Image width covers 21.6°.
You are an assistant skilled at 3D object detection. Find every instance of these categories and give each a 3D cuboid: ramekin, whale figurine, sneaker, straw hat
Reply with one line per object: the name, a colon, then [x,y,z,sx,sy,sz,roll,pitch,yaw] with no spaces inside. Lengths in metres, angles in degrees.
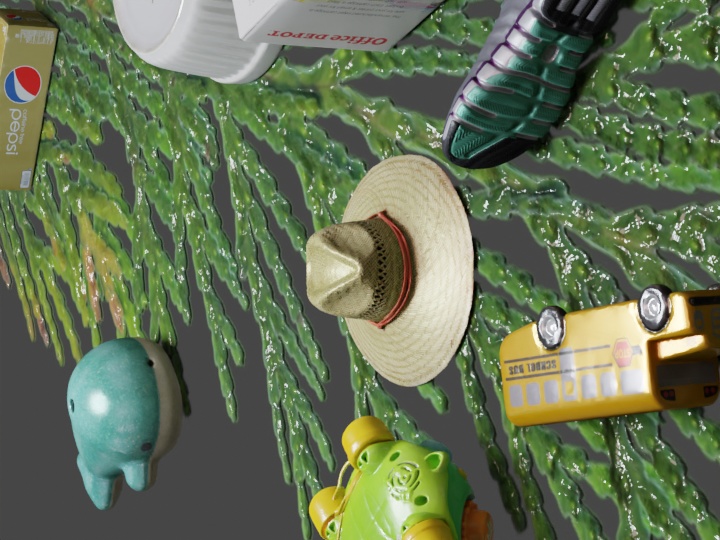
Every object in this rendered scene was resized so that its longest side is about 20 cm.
ramekin: [-0.149,-0.275,1.732,0.200,0.104,0.202,-1,88,57]
whale figurine: [-0.255,0.157,1.898,0.201,0.103,0.160,-58,45,40]
sneaker: [0.120,-0.165,1.362,0.200,0.074,0.088,-54,31,33]
straw hat: [0.000,0.000,1.517,0.200,0.084,0.203,-1,88,57]

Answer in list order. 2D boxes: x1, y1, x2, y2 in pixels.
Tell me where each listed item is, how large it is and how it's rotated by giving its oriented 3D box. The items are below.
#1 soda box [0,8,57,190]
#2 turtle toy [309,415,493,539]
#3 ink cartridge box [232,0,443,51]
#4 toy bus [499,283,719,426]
soda box: [-0.403,-0.196,2.165,0.068,0.064,0.202,40,122,50]
turtle toy: [0.034,0.213,1.450,0.146,0.100,0.201,58,136,40]
ink cartridge box: [-0.001,-0.281,1.462,0.200,0.146,0.147,-36,61,51]
toy bus: [0.176,0.057,1.261,0.199,0.065,0.079,-15,78,56]
